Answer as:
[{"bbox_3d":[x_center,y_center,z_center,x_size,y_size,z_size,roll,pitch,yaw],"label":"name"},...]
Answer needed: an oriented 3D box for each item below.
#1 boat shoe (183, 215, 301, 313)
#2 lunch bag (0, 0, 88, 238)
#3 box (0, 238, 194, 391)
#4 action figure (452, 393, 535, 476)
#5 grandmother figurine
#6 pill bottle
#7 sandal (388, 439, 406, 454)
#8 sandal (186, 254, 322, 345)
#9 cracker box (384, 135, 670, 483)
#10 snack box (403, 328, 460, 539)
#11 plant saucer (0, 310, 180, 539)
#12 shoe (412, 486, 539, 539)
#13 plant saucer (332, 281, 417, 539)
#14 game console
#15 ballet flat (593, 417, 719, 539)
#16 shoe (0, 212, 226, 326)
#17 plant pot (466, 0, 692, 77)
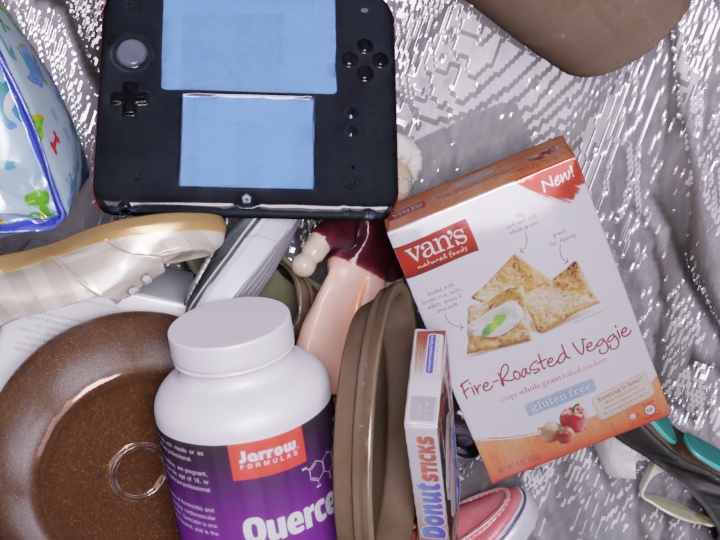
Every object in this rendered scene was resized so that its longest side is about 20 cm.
[{"bbox_3d":[-0.077,-0.043,1.053,0.071,0.072,0.201,28,61,2],"label":"boat shoe"},{"bbox_3d":[-0.263,-0.120,0.994,0.127,0.170,0.201,-17,104,-3],"label":"lunch bag"},{"bbox_3d":[-0.197,0.094,1.086,0.123,0.098,0.201,13,101,-8],"label":"box"},{"bbox_3d":[0.100,0.062,1.121,0.129,0.069,0.201,18,105,-16],"label":"action figure"},{"bbox_3d":[0.000,0.000,1.068,0.060,0.121,0.201,11,81,26],"label":"grandmother figurine"},{"bbox_3d":[-0.066,0.124,0.976,0.112,0.113,0.201,-10,112,-2],"label":"pill bottle"},{"bbox_3d":[-0.047,0.146,1.124,0.199,0.080,0.054,-24,68,12],"label":"sandal"},{"bbox_3d":[-0.066,0.022,1.100,0.080,0.057,0.201,-42,103,5],"label":"sandal"},{"bbox_3d":[0.113,0.028,1.044,0.133,0.058,0.201,-22,109,6],"label":"cracker box"},{"bbox_3d":[0.049,0.125,1.035,0.024,0.072,0.201,1,144,8],"label":"snack box"},{"bbox_3d":[-0.150,0.127,1.024,0.199,0.037,0.202,-8,109,-23],"label":"plant saucer"},{"bbox_3d":[0.030,0.203,1.141,0.200,0.072,0.091,-36,109,9],"label":"shoe"},{"bbox_3d":[0.012,0.107,0.977,0.029,0.200,0.202,2,103,10],"label":"plant saucer"},{"bbox_3d":[-0.075,-0.117,1.032,0.198,0.031,0.178,1,63,-4],"label":"game console"},{"bbox_3d":[0.220,0.136,1.147,0.200,0.068,0.068,40,106,-11],"label":"ballet flat"},{"bbox_3d":[-0.180,0.004,0.986,0.198,0.070,0.054,-12,88,-1],"label":"shoe"},{"bbox_3d":[0.130,-0.223,1.006,0.200,0.200,0.175,-41,119,5],"label":"plant pot"}]
